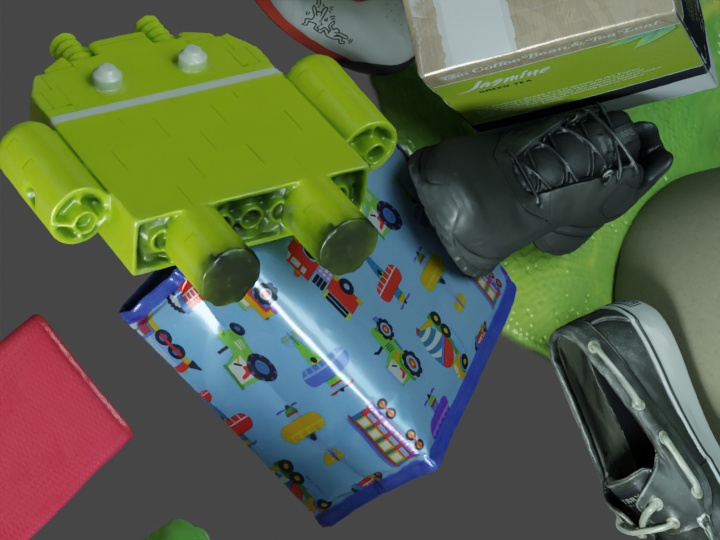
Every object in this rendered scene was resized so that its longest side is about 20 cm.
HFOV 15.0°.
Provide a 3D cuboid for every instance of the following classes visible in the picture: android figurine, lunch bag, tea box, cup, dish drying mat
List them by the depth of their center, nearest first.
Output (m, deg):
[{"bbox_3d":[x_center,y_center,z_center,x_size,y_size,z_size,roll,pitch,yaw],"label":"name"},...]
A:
[{"bbox_3d":[-0.188,0.106,1.229,0.077,0.018,0.200,52,52,-10],"label":"dish drying mat"},{"bbox_3d":[-0.079,-0.059,1.282,0.182,0.041,0.200,-14,42,-25],"label":"android figurine"},{"bbox_3d":[0.000,0.000,1.367,0.151,0.094,0.200,47,44,-11],"label":"lunch bag"},{"bbox_3d":[0.091,-0.189,1.401,0.197,0.133,0.200,33,45,-75],"label":"tea box"},{"bbox_3d":[0.261,0.021,1.507,0.200,0.143,0.201,12,68,-32],"label":"cup"}]

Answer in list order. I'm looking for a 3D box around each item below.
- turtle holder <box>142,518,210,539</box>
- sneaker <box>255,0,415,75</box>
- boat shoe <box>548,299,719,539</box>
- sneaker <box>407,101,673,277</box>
[{"bbox_3d":[-0.066,0.219,1.224,0.185,0.141,0.132,40,25,29],"label":"turtle holder"},{"bbox_3d":[-0.020,-0.184,1.388,0.201,0.108,0.067,43,55,-17],"label":"sneaker"},{"bbox_3d":[0.158,0.115,1.452,0.064,0.071,0.200,-19,79,-39],"label":"boat shoe"},{"bbox_3d":[0.094,-0.051,1.407,0.076,0.091,0.200,62,28,6],"label":"sneaker"}]
